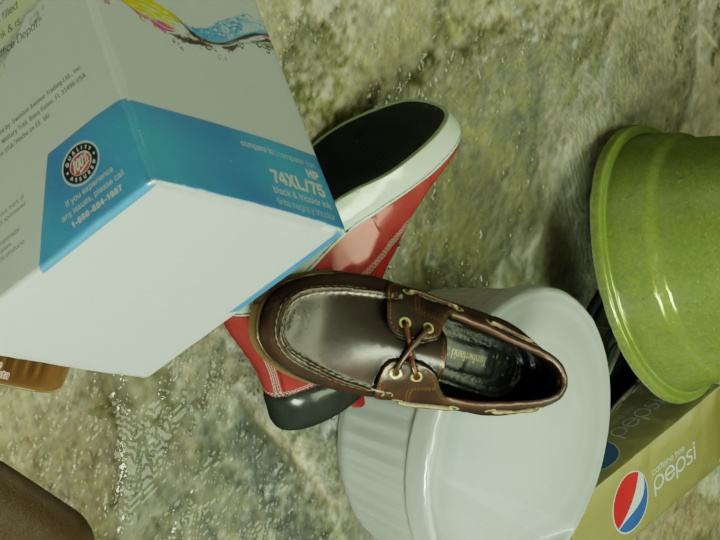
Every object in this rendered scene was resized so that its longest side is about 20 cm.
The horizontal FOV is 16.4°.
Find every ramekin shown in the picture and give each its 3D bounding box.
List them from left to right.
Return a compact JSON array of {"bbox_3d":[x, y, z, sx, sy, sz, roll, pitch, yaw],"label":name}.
[{"bbox_3d":[0.069,0.103,1.615,0.202,0.094,0.204,-17,112,-48],"label":"ramekin"}]

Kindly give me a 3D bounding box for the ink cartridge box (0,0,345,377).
[{"bbox_3d":[-0.132,-0.077,1.206,0.146,0.146,0.201,13,49,-52],"label":"ink cartridge box"}]

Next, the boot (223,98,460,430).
[{"bbox_3d":[0.000,0.000,1.525,0.200,0.072,0.145,-44,132,-24],"label":"boot"}]

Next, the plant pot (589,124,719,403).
[{"bbox_3d":[0.287,-0.020,1.731,0.200,0.183,0.202,23,62,-52],"label":"plant pot"}]

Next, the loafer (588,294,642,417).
[{"bbox_3d":[0.182,0.070,1.769,0.200,0.063,0.072,-46,132,-33],"label":"loafer"}]

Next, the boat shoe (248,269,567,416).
[{"bbox_3d":[0.032,0.044,1.457,0.199,0.070,0.071,10,91,-33],"label":"boat shoe"}]

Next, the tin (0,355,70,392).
[{"bbox_3d":[-0.223,0.020,1.221,0.199,0.112,0.042,16,99,-51],"label":"tin"}]

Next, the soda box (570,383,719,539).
[{"bbox_3d":[0.184,0.145,1.788,0.200,0.067,0.064,-33,123,-42],"label":"soda box"}]

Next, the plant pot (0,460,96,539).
[{"bbox_3d":[-0.257,0.128,1.174,0.200,0.186,0.187,47,63,-30],"label":"plant pot"}]
